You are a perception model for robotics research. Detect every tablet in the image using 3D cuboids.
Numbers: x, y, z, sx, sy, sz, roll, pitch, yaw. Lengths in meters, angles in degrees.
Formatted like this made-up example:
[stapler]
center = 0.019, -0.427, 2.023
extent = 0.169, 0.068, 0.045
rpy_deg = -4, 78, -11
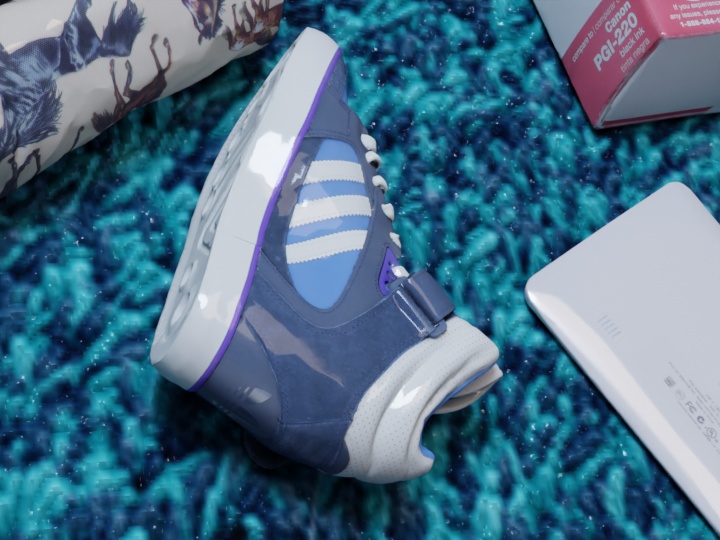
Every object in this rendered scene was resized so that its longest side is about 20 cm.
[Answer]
[tablet]
center = 0.182, 0.056, 0.845
extent = 0.130, 0.014, 0.200
rpy_deg = -31, 76, -34

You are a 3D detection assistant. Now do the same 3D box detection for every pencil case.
[pencil case]
center = -0.125, -0.098, 0.772
extent = 0.199, 0.089, 0.078
rpy_deg = -35, 106, -34

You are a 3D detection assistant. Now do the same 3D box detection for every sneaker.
[sneaker]
center = 0.000, 0.000, 0.770
extent = 0.146, 0.081, 0.201
rpy_deg = 29, 50, -14

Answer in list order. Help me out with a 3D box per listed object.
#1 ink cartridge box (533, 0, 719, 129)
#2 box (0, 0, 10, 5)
[ink cartridge box]
center = 0.160, -0.189, 0.941
extent = 0.144, 0.085, 0.201
rpy_deg = -10, 63, -27
[box]
center = -0.136, -0.232, 0.771
extent = 0.044, 0.200, 0.162
rpy_deg = 17, 56, -11
